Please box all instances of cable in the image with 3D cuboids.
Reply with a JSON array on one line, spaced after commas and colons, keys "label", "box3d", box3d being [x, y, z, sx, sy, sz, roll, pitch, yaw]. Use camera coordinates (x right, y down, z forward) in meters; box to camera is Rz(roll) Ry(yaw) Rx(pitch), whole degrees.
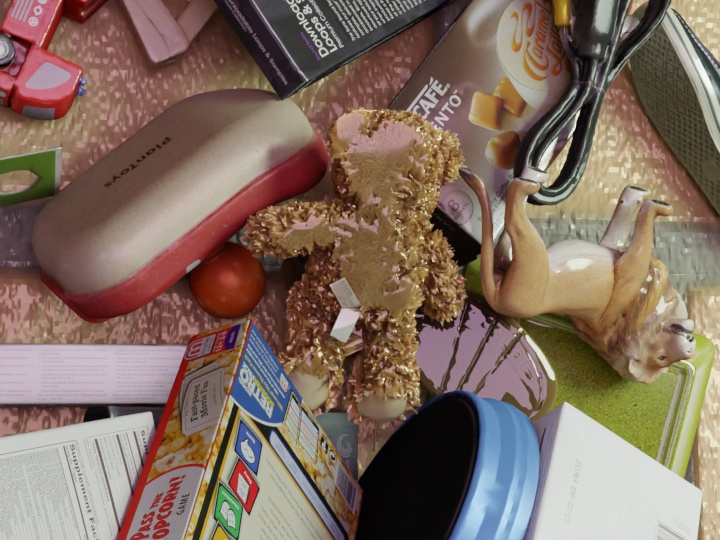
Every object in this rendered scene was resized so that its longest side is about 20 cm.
[{"label": "cable", "box3d": [0.151, -0.139, 0.931, 0.097, 0.050, 0.202, 11, 93, -30]}]

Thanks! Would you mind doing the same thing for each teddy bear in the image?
[{"label": "teddy bear", "box3d": [0.000, 0.000, 0.858, 0.144, 0.067, 0.202, -7, 98, -6]}]

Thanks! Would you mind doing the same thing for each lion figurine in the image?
[{"label": "lion figurine", "box3d": [0.134, 0.004, 0.892, 0.199, 0.072, 0.123, 10, 105, -23]}]

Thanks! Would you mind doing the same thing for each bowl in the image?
[{"label": "bowl", "box3d": [0.030, 0.161, 0.822, 0.039, 0.200, 0.202, 32, 77, -14]}]

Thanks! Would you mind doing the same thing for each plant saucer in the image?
[{"label": "plant saucer", "box3d": [0.146, 0.111, 0.963, 0.199, 0.048, 0.201, 19, 79, -10]}]

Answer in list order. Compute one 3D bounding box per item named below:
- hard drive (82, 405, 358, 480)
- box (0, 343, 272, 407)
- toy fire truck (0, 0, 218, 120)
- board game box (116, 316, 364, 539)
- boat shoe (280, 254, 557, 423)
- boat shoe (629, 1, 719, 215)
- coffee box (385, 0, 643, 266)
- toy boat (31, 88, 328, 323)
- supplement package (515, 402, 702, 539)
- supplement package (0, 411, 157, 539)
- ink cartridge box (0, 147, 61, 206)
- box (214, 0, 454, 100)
[{"label": "hard drive", "box3d": [-0.082, 0.158, 0.867, 0.199, 0.033, 0.141, 7, 79, -44]}, {"label": "box", "box3d": [-0.156, 0.069, 0.908, 0.198, 0.039, 0.042, 0, 81, -12]}, {"label": "toy fire truck", "box3d": [-0.158, -0.182, 0.935, 0.140, 0.049, 0.201, 22, 79, -9]}, {"label": "board game box", "box3d": [-0.062, 0.148, 0.768, 0.046, 0.201, 0.152, -18, 121, 21]}, {"label": "boat shoe", "box3d": [0.040, 0.039, 0.925, 0.199, 0.066, 0.074, 33, 83, 7]}, {"label": "boat shoe", "box3d": [0.261, -0.111, 1.007, 0.062, 0.075, 0.201, -37, 96, -19]}, {"label": "coffee box", "box3d": [0.092, -0.118, 0.964, 0.114, 0.080, 0.200, 39, 76, -5]}, {"label": "toy boat", "box3d": [-0.104, -0.025, 0.905, 0.200, 0.130, 0.131, -39, 122, -13]}, {"label": "supplement package", "box3d": [0.096, 0.188, 0.846, 0.109, 0.200, 0.114, 33, 48, -13]}, {"label": "supplement package", "box3d": [-0.197, 0.168, 0.693, 0.151, 0.200, 0.152, -17, 84, 21]}, {"label": "ink cartridge box", "box3d": [-0.288, -0.075, 0.843, 0.198, 0.148, 0.076, -11, 84, -14]}, {"label": "box", "box3d": [-0.023, -0.214, 0.932, 0.200, 0.036, 0.143, -36, 93, -43]}]
